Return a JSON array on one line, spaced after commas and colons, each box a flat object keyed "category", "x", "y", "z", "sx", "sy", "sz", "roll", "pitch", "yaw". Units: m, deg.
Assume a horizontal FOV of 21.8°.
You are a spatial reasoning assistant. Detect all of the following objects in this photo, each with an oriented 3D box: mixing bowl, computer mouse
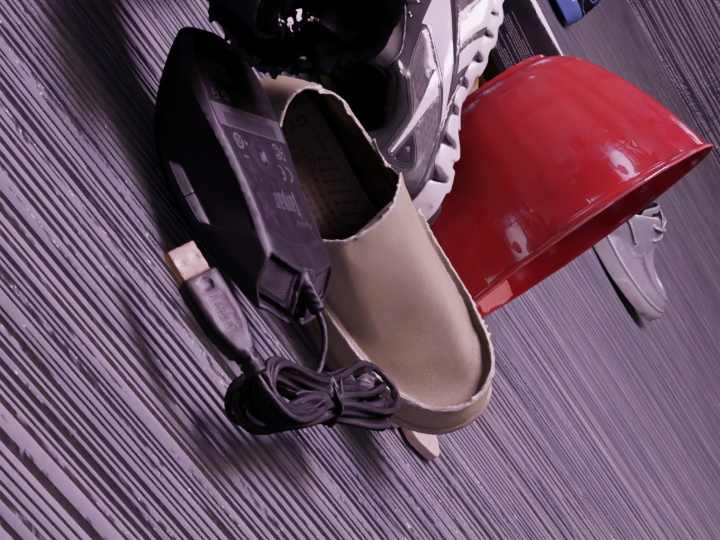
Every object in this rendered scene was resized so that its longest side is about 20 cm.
[{"category": "mixing bowl", "x": 0.105, "y": -0.061, "z": 1.147, "sx": 0.109, "sy": 0.199, "sz": 0.200, "roll": 56, "pitch": 15, "yaw": 6}, {"category": "computer mouse", "x": -0.060, "y": -0.013, "z": 0.803, "sx": 0.201, "sy": 0.046, "sz": 0.140, "roll": 66, "pitch": 21, "yaw": 10}]

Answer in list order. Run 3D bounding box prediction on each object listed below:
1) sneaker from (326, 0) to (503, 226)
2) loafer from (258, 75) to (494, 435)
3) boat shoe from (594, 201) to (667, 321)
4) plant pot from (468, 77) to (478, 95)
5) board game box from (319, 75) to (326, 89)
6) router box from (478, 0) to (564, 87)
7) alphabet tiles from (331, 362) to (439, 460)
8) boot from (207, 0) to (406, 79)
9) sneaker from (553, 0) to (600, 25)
[{"category": "sneaker", "x": 0.027, "y": -0.128, "z": 1.072, "sx": 0.090, "sy": 0.066, "sz": 0.202, "roll": 32, "pitch": 64, "yaw": -40}, {"category": "loafer", "x": 0.000, "y": -0.008, "z": 0.903, "sx": 0.201, "sy": 0.075, "sz": 0.068, "roll": 54, "pitch": -19, "yaw": -4}, {"category": "boat shoe", "x": 0.261, "y": -0.045, "z": 1.824, "sx": 0.202, "sy": 0.071, "sz": 0.070, "roll": 60, "pitch": 16, "yaw": -14}, {"category": "plant pot", "x": 0.027, "y": -0.184, "z": 1.204, "sx": 0.201, "sy": 0.027, "sz": 0.201, "roll": 55, "pitch": 18, "yaw": -28}, {"category": "board game box", "x": 0.024, "y": -0.130, "z": 1.243, "sx": 0.102, "sy": 0.047, "sz": 0.200, "roll": 64, "pitch": 16, "yaw": 1}, {"category": "router box", "x": 0.092, "y": -0.149, "z": 1.359, "sx": 0.201, "sy": 0.052, "sz": 0.157, "roll": 63, "pitch": -15, "yaw": -1}, {"category": "alphabet tiles", "x": 0.000, "y": 0.000, "z": 1.028, "sx": 0.200, "sy": 0.015, "sz": 0.197, "roll": 46, "pitch": 24, "yaw": -47}, {"category": "boot", "x": -0.047, "y": -0.149, "z": 0.879, "sx": 0.168, "sy": 0.077, "sz": 0.200, "roll": 38, "pitch": 13, "yaw": 21}, {"category": "sneaker", "x": 0.285, "y": -0.370, "z": 2.395, "sx": 0.070, "sy": 0.077, "sz": 0.200, "roll": 59, "pitch": 16, "yaw": -14}]
